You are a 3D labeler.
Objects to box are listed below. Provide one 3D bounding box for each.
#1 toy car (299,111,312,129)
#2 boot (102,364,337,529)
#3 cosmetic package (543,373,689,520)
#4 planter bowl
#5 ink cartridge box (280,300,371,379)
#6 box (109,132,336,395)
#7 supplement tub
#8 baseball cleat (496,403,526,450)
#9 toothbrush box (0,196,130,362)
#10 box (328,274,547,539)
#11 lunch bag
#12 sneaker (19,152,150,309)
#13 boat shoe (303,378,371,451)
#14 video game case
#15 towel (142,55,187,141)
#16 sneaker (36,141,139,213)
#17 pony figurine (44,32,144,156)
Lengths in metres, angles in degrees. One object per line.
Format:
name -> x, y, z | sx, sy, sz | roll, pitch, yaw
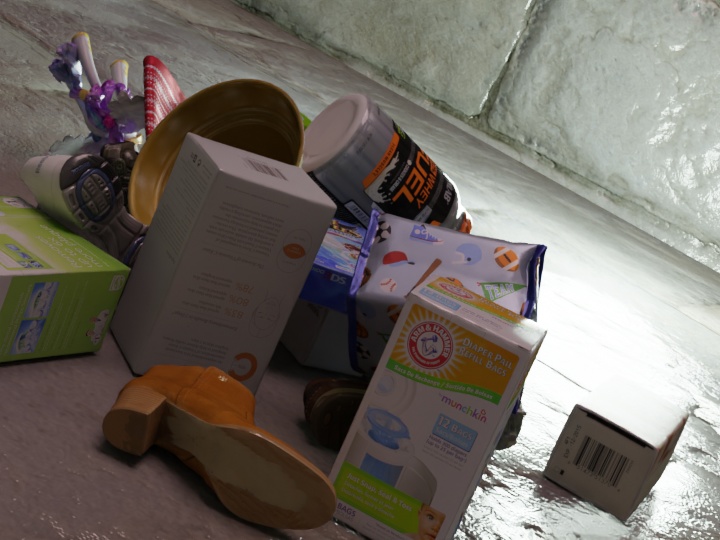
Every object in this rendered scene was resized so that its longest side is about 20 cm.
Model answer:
toy car -> -0.101, -0.083, 1.819 | 0.157, 0.165, 0.200 | 7, 32, -50
boot -> -0.098, 0.128, 1.202 | 0.199, 0.072, 0.144 | 21, 16, 7
cosmetic package -> 0.276, 0.183, 1.608 | 0.103, 0.088, 0.200 | 27, 14, 15
planter bowl -> -0.127, -0.085, 1.509 | 0.200, 0.201, 0.084 | 35, -9, 38
ink cartridge box -> 0.000, 0.051, 1.627 | 0.198, 0.085, 0.145 | 15, 17, -35
box -> -0.126, -0.002, 1.362 | 0.123, 0.202, 0.098 | 16, 16, -30
supplement tub -> 0.027, -0.090, 1.678 | 0.200, 0.123, 0.123 | 42, 5, -27
baseball cleat -> 0.122, 0.086, 1.521 | 0.069, 0.202, 0.106 | -20, 35, -35
toothbrush box -> -0.314, 0.005, 1.261 | 0.145, 0.087, 0.199 | 30, 16, 24
box -> 0.060, 0.119, 1.235 | 0.112, 0.202, 0.101 | 26, 14, 10
lunch bag -> 0.077, 0.049, 1.385 | 0.168, 0.201, 0.125 | 12, 56, 10
sneaker -> -0.245, -0.037, 1.398 | 0.086, 0.075, 0.201 | 16, -38, 34
boat shoe -> 0.037, 0.136, 1.406 | 0.198, 0.073, 0.068 | 15, 18, -27
video game case -> 0.000, 0.000, 1.548 | 0.198, 0.046, 0.182 | 19, 16, -18
towel -> -0.198, -0.135, 1.679 | 0.145, 0.022, 0.201 | 56, 15, -40
sneaker -> -0.234, -0.060, 1.582 | 0.198, 0.115, 0.076 | 31, 15, 7
pony figurine -> -0.299, -0.175, 1.784 | 0.202, 0.165, 0.193 | 65, 12, 20
